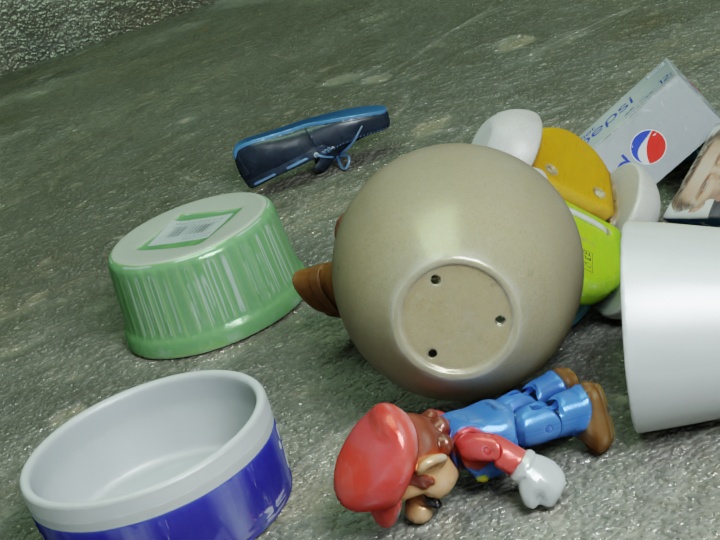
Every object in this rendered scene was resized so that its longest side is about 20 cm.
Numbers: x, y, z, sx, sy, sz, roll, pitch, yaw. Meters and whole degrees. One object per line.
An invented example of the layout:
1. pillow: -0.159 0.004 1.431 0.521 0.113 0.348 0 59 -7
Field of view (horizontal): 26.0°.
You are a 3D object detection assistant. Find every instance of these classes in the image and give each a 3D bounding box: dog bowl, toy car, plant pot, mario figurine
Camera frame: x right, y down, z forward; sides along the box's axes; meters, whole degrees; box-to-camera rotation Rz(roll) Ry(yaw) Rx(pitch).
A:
1. dog bowl: -0.156 0.160 1.210 0.199 0.079 0.200 -16 20 6
2. toy car: 0.158 -0.027 1.331 0.150 0.175 0.200 -53 21 34
3. plant pot: 0.073 0.015 1.171 0.200 0.201 0.135 -16 14 8
4. mario figurine: 0.076 0.137 1.111 0.199 0.106 0.124 -14 -18 -18

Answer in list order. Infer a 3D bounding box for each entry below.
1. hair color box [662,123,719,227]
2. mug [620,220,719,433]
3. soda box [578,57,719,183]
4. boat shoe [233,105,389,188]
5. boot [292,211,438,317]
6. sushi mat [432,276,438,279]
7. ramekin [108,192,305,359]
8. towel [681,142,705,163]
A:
1. hair color box: 0.328 -0.069 1.274 0.100 0.060 0.200 -59 10 -4
2. mug: 0.266 0.020 1.103 0.153 0.150 0.187 -4 54 15
3. soda box: 0.233 -0.099 1.438 0.200 0.068 0.063 -43 15 16
4. boat shoe: -0.057 -0.155 1.950 0.199 0.069 0.084 -15 12 8
5. boot: 0.000 0.000 1.348 0.155 0.200 0.077 6 74 41
6. sushi mat: 0.046 -0.025 1.602 0.095 0.012 0.200 -15 21 11
7. ramekin: -0.159 -0.001 1.592 0.199 0.098 0.200 -16 21 6
8. towel: 0.360 -0.134 1.518 0.146 0.022 0.200 -20 3 -7
